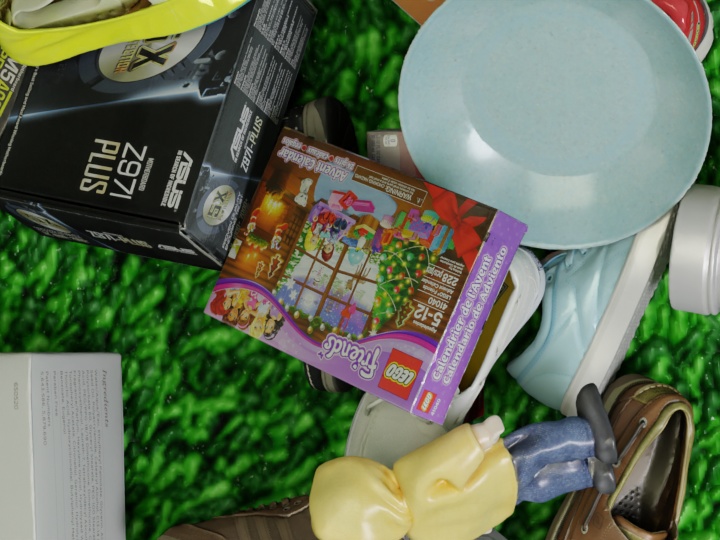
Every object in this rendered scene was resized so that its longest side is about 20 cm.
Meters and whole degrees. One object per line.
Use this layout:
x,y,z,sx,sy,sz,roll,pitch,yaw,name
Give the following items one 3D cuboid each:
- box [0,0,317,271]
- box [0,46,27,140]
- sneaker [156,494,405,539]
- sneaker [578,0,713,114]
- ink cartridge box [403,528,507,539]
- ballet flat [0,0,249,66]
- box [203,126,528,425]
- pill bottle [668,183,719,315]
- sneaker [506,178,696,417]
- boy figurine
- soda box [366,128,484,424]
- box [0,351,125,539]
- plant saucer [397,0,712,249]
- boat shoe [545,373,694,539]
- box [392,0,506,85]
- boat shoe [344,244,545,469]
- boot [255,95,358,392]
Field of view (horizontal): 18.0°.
-0.142,-0.116,1.553,0.163,0.086,0.202,12,76,26,box
-0.333,-0.109,1.687,0.160,0.044,0.201,32,103,14,box
-0.050,0.191,1.561,0.199,0.071,0.076,7,59,37,sneaker
0.150,-0.113,1.499,0.077,0.085,0.201,40,104,13,sneaker
0.074,0.243,1.510,0.200,0.067,0.117,37,108,44,ink cartridge box
-0.156,-0.185,1.497,0.198,0.067,0.067,-16,60,16,ballet flat
0.000,0.000,1.464,0.199,0.039,0.138,23,89,41,box
0.301,-0.002,1.440,0.198,0.111,0.113,8,96,18,pill bottle
0.155,-0.001,1.510,0.081,0.074,0.201,26,100,12,sneaker
0.064,0.137,1.453,0.198,0.125,0.065,-15,55,-4,boy figurine
0.045,0.004,1.553,0.069,0.063,0.202,1,94,17,soda box
-0.281,0.160,1.623,0.197,0.130,0.202,-4,87,24,box
0.124,-0.108,1.441,0.199,0.039,0.203,6,123,9,plant saucer
0.171,0.171,1.504,0.071,0.068,0.202,7,99,-23,boat shoe
0.063,-0.233,1.515,0.200,0.097,0.125,42,106,12,box
0.047,0.072,1.478,0.074,0.086,0.203,39,103,11,boat shoe
-0.074,-0.011,1.588,0.152,0.073,0.206,-7,82,21,boot
